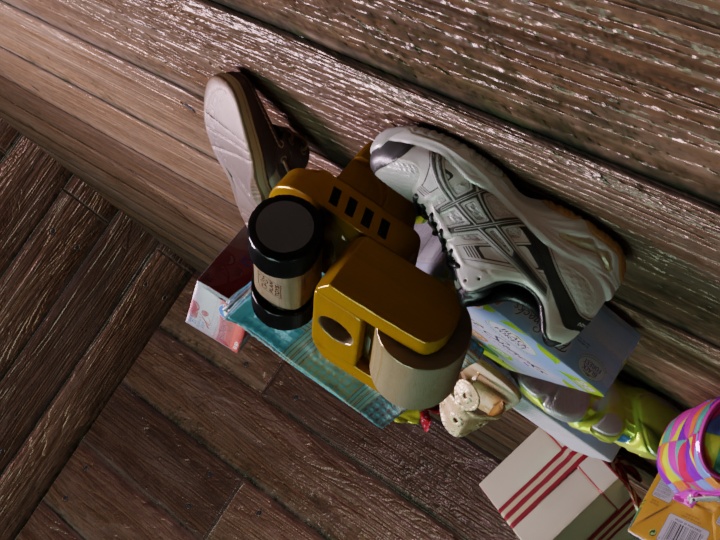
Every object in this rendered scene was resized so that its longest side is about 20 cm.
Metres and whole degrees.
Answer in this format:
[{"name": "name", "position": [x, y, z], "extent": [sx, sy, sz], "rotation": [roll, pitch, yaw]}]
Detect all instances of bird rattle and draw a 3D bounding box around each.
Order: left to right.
[{"name": "bird rattle", "position": [0.125, 0.307, 2.571], "extent": [0.163, 0.113, 0.200], "rotation": [43, -172, 19]}]

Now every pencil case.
[{"name": "pencil case", "position": [0.302, 0.153, 0.871], "extent": [0.088, 0.089, 0.200], "rotation": [31, 171, 14]}]

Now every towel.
[{"name": "towel", "position": [-0.007, 0.055, 0.938], "extent": [0.199, 0.146, 0.022], "rotation": [38, -146, -19]}]

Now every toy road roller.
[{"name": "toy road roller", "position": [0.013, -0.006, 0.797], "extent": [0.199, 0.146, 0.123], "rotation": [34, 155, 13]}]

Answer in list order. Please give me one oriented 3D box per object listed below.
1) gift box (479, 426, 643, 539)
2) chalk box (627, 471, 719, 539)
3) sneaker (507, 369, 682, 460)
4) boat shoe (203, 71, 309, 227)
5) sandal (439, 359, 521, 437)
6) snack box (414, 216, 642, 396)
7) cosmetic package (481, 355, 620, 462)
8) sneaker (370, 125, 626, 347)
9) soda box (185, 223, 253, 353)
[{"name": "gift box", "position": [0.320, 0.339, 1.502], "extent": [0.185, 0.187, 0.200], "rotation": [44, -178, -44]}, {"name": "chalk box", "position": [0.404, 0.287, 1.113], "extent": [0.200, 0.125, 0.124], "rotation": [39, 170, -37]}, {"name": "sneaker", "position": [0.228, 0.130, 1.054], "extent": [0.199, 0.076, 0.105], "rotation": [33, 173, 3]}, {"name": "boat shoe", "position": [-0.083, -0.104, 0.944], "extent": [0.072, 0.072, 0.201], "rotation": [33, 151, 39]}, {"name": "sandal", "position": [0.116, 0.144, 1.082], "extent": [0.077, 0.070, 0.212], "rotation": [32, 171, 12]}, {"name": "snack box", "position": [0.118, 0.025, 0.903], "extent": [0.168, 0.068, 0.200], "rotation": [37, 170, -15]}, {"name": "cosmetic package", "position": [0.196, 0.123, 1.146], "extent": [0.199, 0.072, 0.101], "rotation": [36, 171, -9]}, {"name": "sneaker", "position": [0.077, -0.024, 0.708], "extent": [0.199, 0.088, 0.076], "rotation": [33, 174, 20]}, {"name": "soda box", "position": [-0.094, -0.013, 1.048], "extent": [0.063, 0.200, 0.070], "rotation": [30, 137, 6]}]
